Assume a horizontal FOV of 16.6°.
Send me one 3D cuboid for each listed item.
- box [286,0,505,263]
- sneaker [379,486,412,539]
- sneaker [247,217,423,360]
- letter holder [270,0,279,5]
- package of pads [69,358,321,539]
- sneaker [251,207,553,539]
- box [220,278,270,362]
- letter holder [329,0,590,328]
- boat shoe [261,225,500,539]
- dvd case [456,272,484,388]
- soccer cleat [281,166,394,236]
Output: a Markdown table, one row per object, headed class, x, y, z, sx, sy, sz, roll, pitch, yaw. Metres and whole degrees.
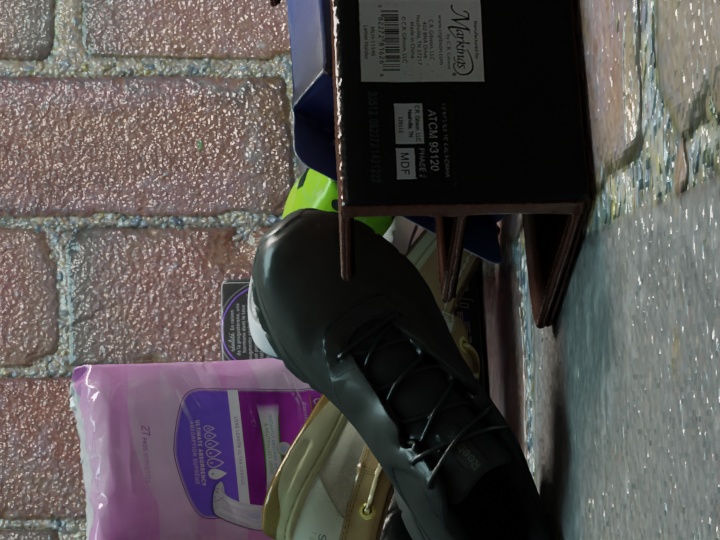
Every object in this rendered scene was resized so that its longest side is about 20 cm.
| class | x | y | z | sx | sy | sz | roll | pitch | yaw |
| --- | --- | --- | --- | --- | --- | --- | --- | --- | --- |
| box | 0.020 | -0.098 | 1.167 | 0.032 | 0.121 | 0.201 | -46 | 30 | 31 |
| sneaker | 0.030 | 0.180 | 1.191 | 0.098 | 0.070 | 0.202 | 46 | -146 | -54 |
| sneaker | 0.000 | 0.000 | 1.290 | 0.200 | 0.073 | 0.071 | -54 | -39 | -52 |
| letter holder | -0.012 | -0.268 | 1.594 | 0.142 | 0.100 | 0.202 | 102 | 167 | -79 |
| package of pads | -0.054 | 0.111 | 1.314 | 0.076 | 0.198 | 0.121 | 110 | 156 | -61 |
| sneaker | 0.027 | 0.057 | 1.069 | 0.200 | 0.076 | 0.091 | 53 | 173 | -15 |
| box | -0.015 | 0.092 | 1.495 | 0.200 | 0.105 | 0.123 | 69 | -162 | -67 |
| letter holder | 0.035 | -0.087 | 1.070 | 0.142 | 0.100 | 0.201 | 94 | 174 | -65 |
| boat shoe | 0.024 | 0.058 | 1.223 | 0.201 | 0.066 | 0.074 | -60 | -10 | -16 |
| dvd case | 0.049 | 0.051 | 1.392 | 0.151 | 0.025 | 0.201 | 99 | 169 | -66 |
| soccer cleat | 0.023 | -0.082 | 1.241 | 0.201 | 0.067 | 0.081 | -61 | 5 | -38 |
